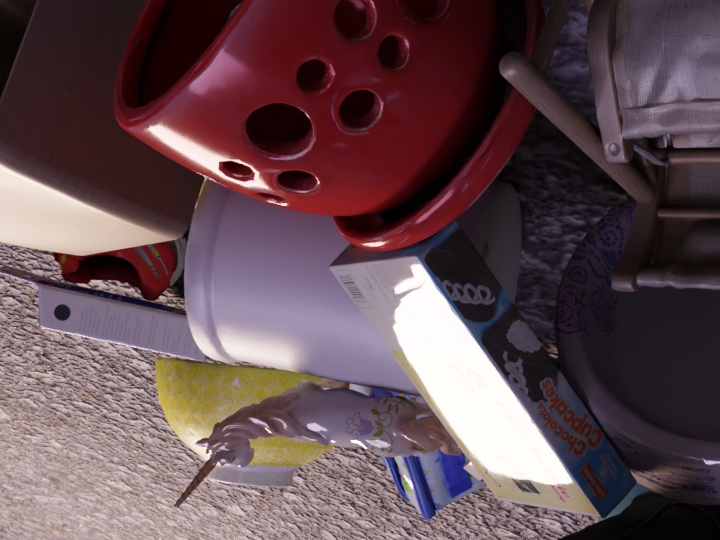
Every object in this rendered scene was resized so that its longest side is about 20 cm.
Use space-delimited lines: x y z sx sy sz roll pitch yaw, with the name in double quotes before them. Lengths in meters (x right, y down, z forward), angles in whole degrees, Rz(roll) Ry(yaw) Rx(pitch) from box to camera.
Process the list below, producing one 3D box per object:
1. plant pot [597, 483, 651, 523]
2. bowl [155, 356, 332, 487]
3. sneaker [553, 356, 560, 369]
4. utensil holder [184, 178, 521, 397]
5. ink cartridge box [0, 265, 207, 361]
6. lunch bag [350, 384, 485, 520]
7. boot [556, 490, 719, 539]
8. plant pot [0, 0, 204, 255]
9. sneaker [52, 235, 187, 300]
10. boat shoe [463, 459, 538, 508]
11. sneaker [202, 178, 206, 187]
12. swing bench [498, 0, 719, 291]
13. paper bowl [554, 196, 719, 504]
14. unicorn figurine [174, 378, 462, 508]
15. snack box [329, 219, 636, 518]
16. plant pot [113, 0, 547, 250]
"plant pot" 0.257 0.135 1.003 0.199 0.162 0.201 -8 172 -1
"bowl" -0.098 0.143 1.312 0.198 0.109 0.200 5 176 0
"sneaker" 0.219 0.113 1.131 0.199 0.084 0.121 4 156 35
"utensil holder" 0.000 0.000 1.010 0.198 0.171 0.170 11 150 19
"ink cartridge box" -0.236 0.038 1.278 0.198 0.044 0.198 15 178 -9
"lunch bag" 0.038 0.105 1.173 0.161 0.082 0.201 58 172 34
"boot" 0.197 0.170 0.805 0.164 0.066 0.200 -5 177 30
"plant pot" -0.204 -0.114 0.965 0.199 0.201 0.177 -7 150 45
"sneaker" -0.251 -0.034 1.235 0.199 0.085 0.077 21 151 4
"boat shoe" 0.129 0.145 1.084 0.064 0.071 0.200 42 -178 14
"sneaker" -0.176 -0.060 1.120 0.076 0.076 0.200 53 148 2
"swing bench" 0.209 -0.087 0.732 0.198 0.130 0.200 3 146 35
"paper bowl" 0.224 0.049 0.880 0.199 0.202 0.105 12 151 21
"unicorn figurine" -0.021 0.111 1.008 0.199 0.075 0.137 -14 173 27
"snack box" 0.073 0.062 0.859 0.201 0.037 0.116 54 157 -15
"plant pot" -0.013 -0.121 0.780 0.182 0.202 0.200 32 152 -27
